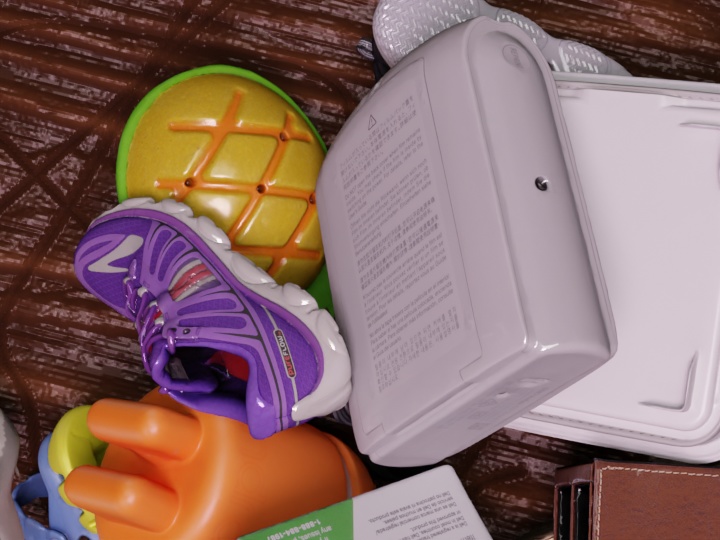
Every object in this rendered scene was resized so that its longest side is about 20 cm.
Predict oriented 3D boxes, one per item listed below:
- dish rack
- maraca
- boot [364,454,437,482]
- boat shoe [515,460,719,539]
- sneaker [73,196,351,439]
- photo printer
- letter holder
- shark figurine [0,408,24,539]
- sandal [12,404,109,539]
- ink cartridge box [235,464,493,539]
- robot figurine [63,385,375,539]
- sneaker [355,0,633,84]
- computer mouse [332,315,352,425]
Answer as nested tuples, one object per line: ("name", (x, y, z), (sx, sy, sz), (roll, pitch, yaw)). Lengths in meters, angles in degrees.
("dish rack", (0.131, -0.006, 0.782), (0.171, 0.044, 0.201), (9, 90, 27))
("maraca", (-0.068, -0.026, 0.888), (0.137, 0.107, 0.201), (-29, 101, -19))
("boot", (0.101, 0.044, 0.856), (0.168, 0.076, 0.201), (13, 76, 40))
("boat shoe", (0.170, 0.166, 0.884), (0.199, 0.072, 0.068), (-18, 82, -6))
("sneaker", (-0.095, 0.024, 0.786), (0.083, 0.081, 0.200), (-27, 41, -37))
("photo printer", (0.045, -0.019, 0.762), (0.069, 0.166, 0.201), (6, 61, -32))
("letter holder", (0.210, 0.181, 0.797), (0.199, 0.101, 0.143), (4, 80, -4))
("shark figurine", (-0.234, 0.113, 0.872), (0.128, 0.214, 0.090), (-41, 127, -33))
("sandal", (-0.145, 0.180, 0.886), (0.087, 0.079, 0.201), (-25, 92, 33))
("ink cartridge box", (0.023, 0.217, 0.731), (0.146, 0.083, 0.200), (-12, 62, -37))
("robot figurine", (-0.070, 0.134, 0.838), (0.117, 0.200, 0.144), (-39, 46, 24))
("sneaker", (0.088, -0.104, 0.898), (0.200, 0.114, 0.076), (30, 78, -9))
("computer mouse", (0.000, 0.000, 0.867), (0.034, 0.059, 0.201), (-7, 51, 26))
